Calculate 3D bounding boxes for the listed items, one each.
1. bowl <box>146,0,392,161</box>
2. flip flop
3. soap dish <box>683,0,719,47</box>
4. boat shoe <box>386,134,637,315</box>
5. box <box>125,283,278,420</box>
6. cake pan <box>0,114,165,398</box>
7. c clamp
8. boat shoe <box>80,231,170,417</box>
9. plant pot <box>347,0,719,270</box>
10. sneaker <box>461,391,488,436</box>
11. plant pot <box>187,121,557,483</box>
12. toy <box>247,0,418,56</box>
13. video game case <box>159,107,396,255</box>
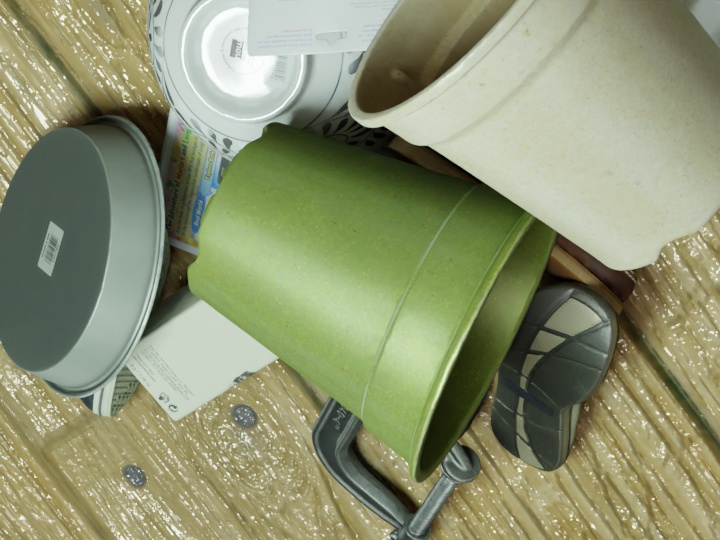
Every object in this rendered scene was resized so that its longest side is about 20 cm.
[{"bbox_3d":[-0.063,-0.148,1.557,0.199,0.094,0.202,5,108,16],"label":"bowl"},{"bbox_3d":[0.138,0.068,1.636,0.081,0.058,0.201,36,149,19],"label":"flip flop"},{"bbox_3d":[0.270,-0.151,1.452,0.157,0.081,0.201,32,124,2],"label":"soap dish"},{"bbox_3d":[0.113,-0.050,1.579,0.200,0.070,0.071,38,81,-18],"label":"boat shoe"},{"bbox_3d":[-0.072,0.023,1.665,0.200,0.082,0.068,-31,104,36],"label":"box"},{"bbox_3d":[-0.203,-0.012,1.669,0.037,0.201,0.200,10,135,-36],"label":"cake pan"},{"bbox_3d":[0.037,0.149,1.717,0.171,0.027,0.200,40,150,14],"label":"c clamp"},{"bbox_3d":[-0.185,0.027,1.735,0.062,0.075,0.201,30,138,12],"label":"boat shoe"},{"bbox_3d":[0.127,-0.106,1.369,0.183,0.201,0.200,40,126,-18],"label":"plant pot"},{"bbox_3d":[0.047,0.041,1.646,0.075,0.091,0.201,7,121,17],"label":"sneaker"},{"bbox_3d":[0.000,0.000,1.493,0.189,0.200,0.201,27,125,11],"label":"plant pot"},{"bbox_3d":[-0.006,-0.231,1.489,0.114,0.047,0.202,-1,83,24],"label":"toy"},{"bbox_3d":[-0.050,-0.078,1.659,0.181,0.024,0.201,21,124,10],"label":"video game case"}]
